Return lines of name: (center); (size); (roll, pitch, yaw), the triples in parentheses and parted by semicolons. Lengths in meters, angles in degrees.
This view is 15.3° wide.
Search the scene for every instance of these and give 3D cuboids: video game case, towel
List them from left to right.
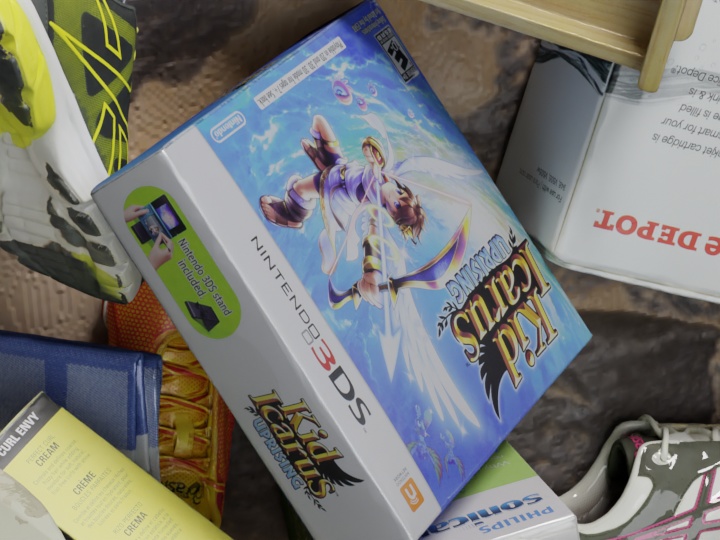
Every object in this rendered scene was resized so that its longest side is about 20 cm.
towel: (-0.150, 0.120, 1.166); (0.146, 0.024, 0.201); (6, 109, 18)
video game case: (0.000, 0.000, 1.100); (0.045, 0.200, 0.182); (-28, 99, 34)

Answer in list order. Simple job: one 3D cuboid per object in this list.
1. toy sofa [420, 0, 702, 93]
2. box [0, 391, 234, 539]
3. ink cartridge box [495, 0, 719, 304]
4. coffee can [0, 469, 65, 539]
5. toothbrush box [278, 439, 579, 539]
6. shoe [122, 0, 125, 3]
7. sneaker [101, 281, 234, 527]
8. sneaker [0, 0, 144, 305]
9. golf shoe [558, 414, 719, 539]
toy sofa: (0.051, -0.155, 1.111); (0.199, 0.098, 0.083); (18, 124, 6)
box: (-0.073, 0.140, 1.089); (0.200, 0.075, 0.050); (37, 52, 5)
ink cartridge box: (0.161, -0.093, 1.205); (0.146, 0.083, 0.201); (13, 102, -24)
coffee can: (-0.189, 0.182, 1.042); (0.146, 0.147, 0.201); (-6, 139, -18)
toothbrush box: (0.032, 0.142, 1.178); (0.086, 0.200, 0.146); (-16, 114, -14)
shoe: (-0.178, -0.075, 1.086); (0.199, 0.091, 0.072); (-26, 115, -10)
sneaker: (-0.078, 0.068, 1.181); (0.073, 0.077, 0.201); (0, 108, -19)
sneaker: (-0.113, -0.067, 1.060); (0.085, 0.074, 0.200); (-54, 150, -29)
golf shoe: (0.169, 0.103, 1.284); (0.199, 0.077, 0.088); (-33, 109, -7)
